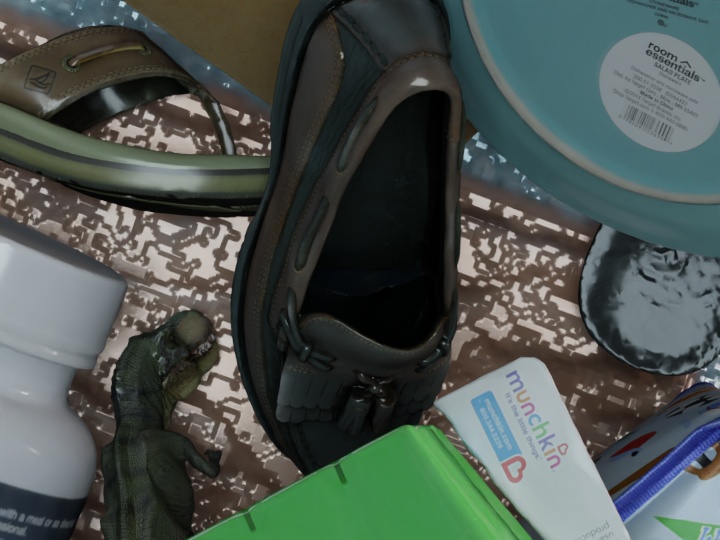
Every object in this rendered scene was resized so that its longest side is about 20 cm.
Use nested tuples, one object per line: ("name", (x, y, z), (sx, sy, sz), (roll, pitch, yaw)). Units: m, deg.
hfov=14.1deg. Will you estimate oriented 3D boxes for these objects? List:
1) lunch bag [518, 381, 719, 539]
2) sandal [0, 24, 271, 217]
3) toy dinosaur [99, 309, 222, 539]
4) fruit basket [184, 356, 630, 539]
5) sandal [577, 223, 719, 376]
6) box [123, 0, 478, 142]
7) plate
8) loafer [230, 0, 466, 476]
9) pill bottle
("lunch bag", (0.075, 0.141, 0.938), (0.200, 0.170, 0.124), (-38, 86, 1))
("sandal", (-0.099, -0.058, 0.979), (0.200, 0.080, 0.058), (15, 88, 1))
("toy dinosaur", (-0.060, 0.106, 0.962), (0.047, 0.201, 0.088), (-19, 131, 15))
("fruit basket", (0.015, 0.153, 0.822), (0.184, 0.094, 0.201), (-29, 88, 7))
("sandal", (0.132, -0.060, 0.989), (0.075, 0.048, 0.202), (17, 92, 0))
("box", (0.013, -0.130, 0.930), (0.163, 0.021, 0.200), (34, 126, -17))
("plate", (0.095, -0.085, 0.881), (0.199, 0.026, 0.201), (15, 127, 21))
("loafer", (0.000, 0.000, 0.938), (0.071, 0.063, 0.201), (-9, 128, -17))
("pill bottle", (-0.155, 0.078, 0.963), (0.119, 0.120, 0.201), (24, 93, 0))
